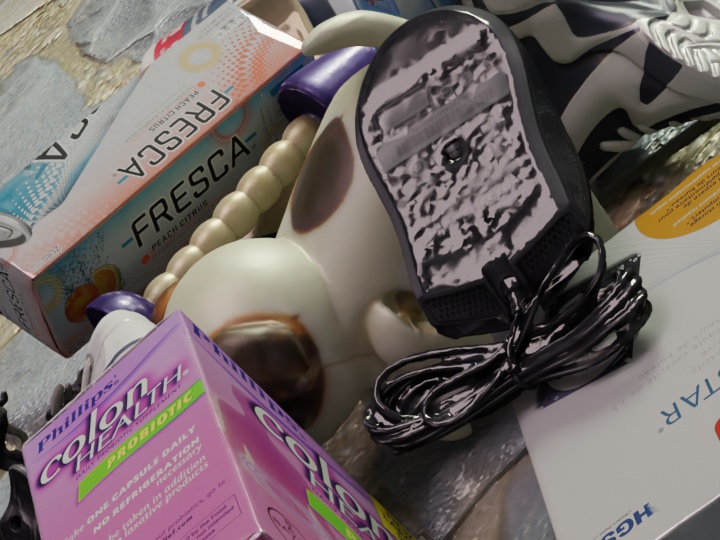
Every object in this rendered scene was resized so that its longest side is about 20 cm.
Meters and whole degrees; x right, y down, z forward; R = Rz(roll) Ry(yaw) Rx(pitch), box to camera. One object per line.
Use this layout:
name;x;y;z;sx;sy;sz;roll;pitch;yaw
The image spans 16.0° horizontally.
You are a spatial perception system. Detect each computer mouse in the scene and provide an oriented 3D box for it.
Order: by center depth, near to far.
computer mouse;0.052;-0.023;1.103;0.138;0.053;0.201;-28;55;23

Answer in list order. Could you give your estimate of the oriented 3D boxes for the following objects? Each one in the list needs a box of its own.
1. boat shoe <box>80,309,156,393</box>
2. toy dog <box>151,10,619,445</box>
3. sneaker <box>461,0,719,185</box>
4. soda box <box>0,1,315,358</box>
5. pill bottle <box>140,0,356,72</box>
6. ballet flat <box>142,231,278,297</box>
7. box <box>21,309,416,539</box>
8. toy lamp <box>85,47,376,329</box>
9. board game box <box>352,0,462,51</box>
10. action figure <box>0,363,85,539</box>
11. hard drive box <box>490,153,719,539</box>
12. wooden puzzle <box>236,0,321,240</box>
boat shoe;-0.095;0.112;1.182;0.073;0.201;0.065;-8;28;-24
toy dog;0.000;0.000;1.197;0.200;0.194;0.139;-42;38;-11
sneaker;0.142;-0.085;1.246;0.198;0.130;0.080;16;53;17
soda box;-0.108;-0.049;1.315;0.068;0.064;0.200;30;60;36
pill bottle;-0.017;-0.132;1.478;0.200;0.120;0.120;-34;28;19
ballet flat;-0.071;-0.004;1.332;0.199;0.047;0.067;-7;22;24
box;-0.037;0.141;1.051;0.097;0.176;0.200;-42;26;5
toy lamp;-0.053;-0.036;1.279;0.200;0.058;0.058;-49;27;-18
board game box;0.066;-0.149;1.305;0.036;0.200;0.152;23;67;33
action figure;-0.121;0.094;1.289;0.119;0.200;0.102;38;123;28
hard drive box;0.148;0.052;1.029;0.156;0.077;0.200;-39;27;13
wooden puzzle;-0.070;-0.027;1.402;0.185;0.037;0.201;-36;63;17
